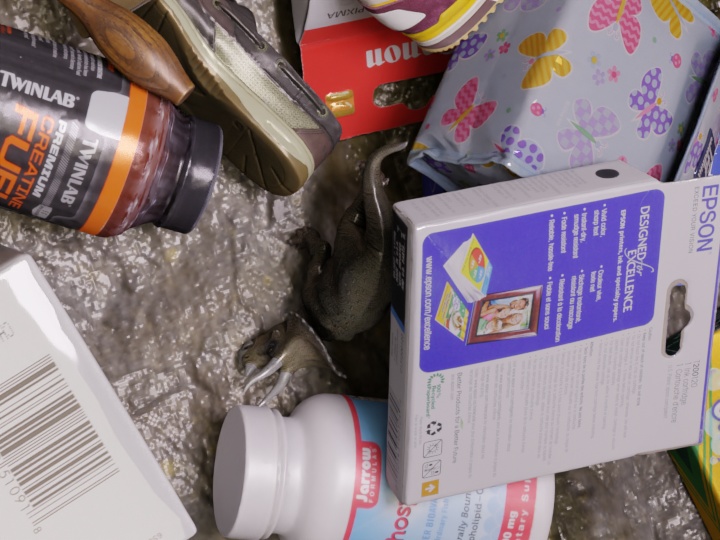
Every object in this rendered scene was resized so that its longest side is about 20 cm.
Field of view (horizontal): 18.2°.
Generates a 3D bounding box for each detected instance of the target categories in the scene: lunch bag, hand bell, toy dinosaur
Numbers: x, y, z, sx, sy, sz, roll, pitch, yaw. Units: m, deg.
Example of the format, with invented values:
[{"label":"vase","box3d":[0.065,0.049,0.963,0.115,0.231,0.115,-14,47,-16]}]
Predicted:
[{"label":"lunch bag","box3d":[0.154,-0.094,1.391,0.200,0.127,0.170,35,73,-38]},{"label":"hand bell","box3d":[-0.175,-0.171,1.322,0.200,0.104,0.104,42,80,0]},{"label":"toy dinosaur","box3d":[0.000,0.000,1.394,0.077,0.200,0.103,18,47,-27]}]

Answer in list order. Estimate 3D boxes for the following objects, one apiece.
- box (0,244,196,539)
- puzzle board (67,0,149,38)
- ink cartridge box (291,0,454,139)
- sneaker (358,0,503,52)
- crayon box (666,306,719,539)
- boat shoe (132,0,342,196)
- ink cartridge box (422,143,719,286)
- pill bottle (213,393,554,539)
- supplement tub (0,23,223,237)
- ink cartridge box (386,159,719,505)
[{"label":"box","box3d":[-0.238,0.117,1.327,0.200,0.131,0.199,-33,101,-12]},{"label":"puzzle board","box3d":[-0.152,-0.259,1.329,0.017,0.150,0.201,-22,87,-55]},{"label":"ink cartridge box","box3d":[0.037,-0.182,1.407,0.160,0.050,0.201,-13,113,-18]},{"label":"sneaker","box3d":[0.074,-0.226,1.333,0.090,0.075,0.200,31,100,-39]},{"label":"crayon box","box3d":[0.283,0.121,1.528,0.126,0.052,0.200,-30,101,-13]},{"label":"boat shoe","box3d":[-0.092,-0.137,1.396,0.201,0.072,0.066,48,56,-3]},{"label":"ink cartridge box","box3d":[0.142,-0.033,1.481,0.199,0.044,0.094,-5,95,-17]},{"label":"pill bottle","box3d":[0.013,0.135,1.416,0.199,0.109,0.109,6,91,-17]},{"label":"supplement tub","box3d":[-0.186,-0.084,1.346,0.199,0.107,0.107,17,88,-17]},{"label":"ink cartridge box","box3d":[0.114,0.034,1.323,0.199,0.043,0.199,-9,123,-16]}]
